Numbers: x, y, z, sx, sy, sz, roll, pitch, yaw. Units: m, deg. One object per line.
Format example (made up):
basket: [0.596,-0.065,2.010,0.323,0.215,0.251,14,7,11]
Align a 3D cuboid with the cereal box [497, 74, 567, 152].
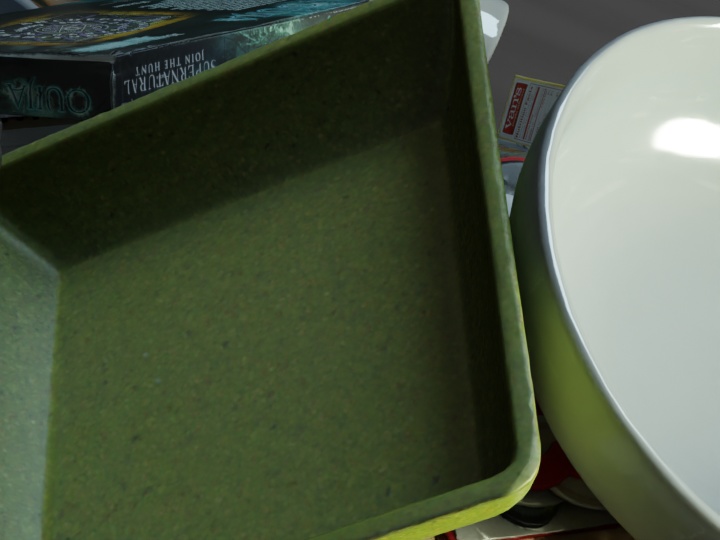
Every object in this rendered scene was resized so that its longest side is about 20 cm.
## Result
cereal box: [0.168,-0.044,0.910,0.144,0.040,0.200,14,5,-24]

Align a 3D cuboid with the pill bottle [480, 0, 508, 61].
pill bottle: [-0.031,-0.146,1.006,0.200,0.109,0.109,27,19,-7]

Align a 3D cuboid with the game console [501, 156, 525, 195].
game console: [0.117,0.049,0.849,0.200,0.031,0.177,16,64,-3]

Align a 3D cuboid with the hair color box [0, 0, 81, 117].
hair color box: [-0.108,-0.075,0.973,0.200,0.061,0.099,37,21,22]

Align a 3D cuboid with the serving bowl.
serving bowl: [0.123,0.023,0.611,0.200,0.066,0.200,17,53,-23]

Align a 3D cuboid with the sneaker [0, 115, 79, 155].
sneaker: [-0.107,-0.009,0.804,0.200,0.109,0.070,-5,3,-4]

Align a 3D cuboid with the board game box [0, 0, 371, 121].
board game box: [-0.098,-0.090,0.830,0.135,0.028,0.200,6,15,29]

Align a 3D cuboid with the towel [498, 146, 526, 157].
towel: [0.029,-0.062,1.069,0.200,0.022,0.147,12,7,19]

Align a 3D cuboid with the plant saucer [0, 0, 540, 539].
plant saucer: [-0.038,0.024,0.606,0.048,0.200,0.200,51,25,-43]

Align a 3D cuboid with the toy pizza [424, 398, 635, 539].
toy pizza: [0.093,0.080,0.620,0.200,0.032,0.201,16,52,-22]

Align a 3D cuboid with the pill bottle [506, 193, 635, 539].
pill bottle: [0.037,0.045,0.716,0.114,0.114,0.200,4,52,-52]

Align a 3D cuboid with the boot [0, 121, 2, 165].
boot: [-0.144,0.023,0.569,0.070,0.132,0.200,20,21,-28]
